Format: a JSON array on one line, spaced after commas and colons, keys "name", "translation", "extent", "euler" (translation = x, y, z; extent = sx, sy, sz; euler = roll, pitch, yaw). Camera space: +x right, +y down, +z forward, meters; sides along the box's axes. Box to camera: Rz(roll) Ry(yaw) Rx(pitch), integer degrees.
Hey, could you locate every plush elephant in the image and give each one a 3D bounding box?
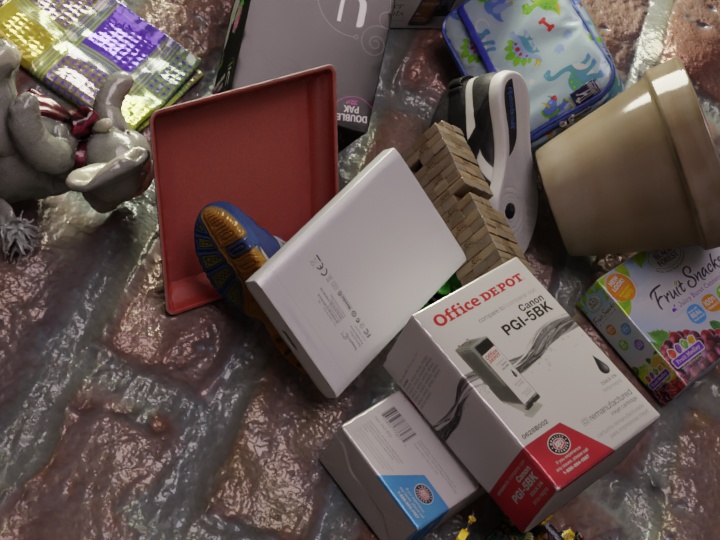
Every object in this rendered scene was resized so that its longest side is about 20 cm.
[{"name": "plush elephant", "translation": [-0.258, -0.117, 1.255], "extent": [0.153, 0.165, 0.202], "euler": [-8, 90, -13]}]

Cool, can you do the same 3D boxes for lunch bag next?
[{"name": "lunch bag", "translation": [0.188, -0.229, 1.528], "extent": [0.082, 0.160, 0.201], "euler": [30, 35, -61]}]

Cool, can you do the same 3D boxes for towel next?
[{"name": "towel", "translation": [-0.271, -0.228, 1.405], "extent": [0.199, 0.023, 0.144], "euler": [38, 51, 4]}]

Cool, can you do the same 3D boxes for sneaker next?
[{"name": "sneaker", "translation": [-0.073, 0.005, 1.285], "extent": [0.200, 0.075, 0.088], "euler": [52, 47, -20]}, {"name": "sneaker", "translation": [0.125, -0.106, 1.472], "extent": [0.073, 0.111, 0.202], "euler": [0, 91, -44]}]

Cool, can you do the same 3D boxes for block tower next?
[{"name": "block tower", "translation": [0.105, -0.056, 1.383], "extent": [0.054, 0.058, 0.201], "euler": [17, 40, -48]}]

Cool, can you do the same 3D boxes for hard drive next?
[{"name": "hard drive", "translation": [0.000, 0.000, 1.266], "extent": [0.200, 0.027, 0.132], "euler": [-45, 110, -29]}]

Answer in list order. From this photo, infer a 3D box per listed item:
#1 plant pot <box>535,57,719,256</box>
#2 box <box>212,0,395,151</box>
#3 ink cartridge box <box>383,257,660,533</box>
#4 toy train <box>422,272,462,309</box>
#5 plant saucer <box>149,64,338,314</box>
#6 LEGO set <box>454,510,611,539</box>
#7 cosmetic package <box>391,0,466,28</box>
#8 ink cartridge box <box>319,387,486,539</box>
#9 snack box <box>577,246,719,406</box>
[{"name": "plant pot", "translation": [0.280, -0.098, 1.442], "extent": [0.172, 0.200, 0.202], "euler": [-19, 59, 12]}, {"name": "box", "translation": [-0.055, -0.238, 1.397], "extent": [0.147, 0.124, 0.202], "euler": [15, 81, -14]}, {"name": "ink cartridge box", "translation": [0.141, 0.105, 1.231], "extent": [0.146, 0.083, 0.200], "euler": [-27, 67, -35]}, {"name": "toy train", "translation": [0.138, 0.073, 1.374], "extent": [0.200, 0.042, 0.056], "euler": [45, 42, 9]}, {"name": "plant saucer", "translation": [-0.110, -0.081, 1.292], "extent": [0.198, 0.202, 0.037], "euler": [-20, 34, -32]}, {"name": "LEGO set", "translation": [0.151, 0.263, 1.200], "extent": [0.199, 0.116, 0.154], "euler": [-24, 70, -34]}, {"name": "cosmetic package", "translation": [0.074, -0.336, 1.547], "extent": [0.198, 0.151, 0.052], "euler": [-5, 60, -25]}, {"name": "ink cartridge box", "translation": [0.077, 0.157, 1.270], "extent": [0.199, 0.068, 0.115], "euler": [-27, 71, -35]}, {"name": "snack box", "translation": [0.346, 0.035, 1.480], "extent": [0.199, 0.053, 0.142], "euler": [-30, 72, -36]}]
